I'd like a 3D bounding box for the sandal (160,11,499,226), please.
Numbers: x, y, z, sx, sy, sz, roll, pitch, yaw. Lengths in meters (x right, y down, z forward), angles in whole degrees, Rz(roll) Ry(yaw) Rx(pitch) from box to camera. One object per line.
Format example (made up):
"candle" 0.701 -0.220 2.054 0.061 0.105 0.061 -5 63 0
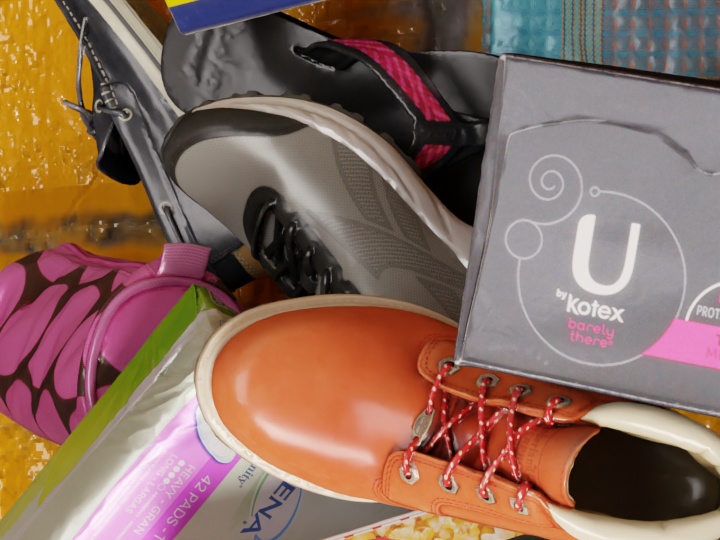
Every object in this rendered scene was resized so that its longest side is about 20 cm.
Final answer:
"sandal" -0.002 -0.065 1.052 0.199 0.045 0.075 18 100 22

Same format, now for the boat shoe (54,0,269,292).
"boat shoe" -0.097 -0.071 1.149 0.062 0.075 0.200 -38 71 9

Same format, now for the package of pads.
"package of pads" -0.063 0.127 1.011 0.200 0.154 0.068 -50 25 12

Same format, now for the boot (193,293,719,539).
"boot" 0.040 0.054 0.890 0.199 0.107 0.075 13 88 -3

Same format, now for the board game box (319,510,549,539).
"board game box" 0.027 0.190 0.933 0.046 0.151 0.201 131 123 -71

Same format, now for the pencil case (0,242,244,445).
"pencil case" -0.110 0.032 1.113 0.200 0.090 0.094 -175 83 -64

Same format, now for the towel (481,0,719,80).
"towel" 0.107 -0.049 1.025 0.146 0.022 0.201 2 91 39

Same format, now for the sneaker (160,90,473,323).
"sneaker" 0.000 0.000 1.008 0.200 0.079 0.074 34 143 14

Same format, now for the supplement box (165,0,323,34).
"supplement box" -0.048 -0.215 1.027 0.109 0.109 0.200 -11 117 29

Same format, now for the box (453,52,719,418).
"box" 0.124 -0.012 0.884 0.122 0.200 0.106 10 95 21
